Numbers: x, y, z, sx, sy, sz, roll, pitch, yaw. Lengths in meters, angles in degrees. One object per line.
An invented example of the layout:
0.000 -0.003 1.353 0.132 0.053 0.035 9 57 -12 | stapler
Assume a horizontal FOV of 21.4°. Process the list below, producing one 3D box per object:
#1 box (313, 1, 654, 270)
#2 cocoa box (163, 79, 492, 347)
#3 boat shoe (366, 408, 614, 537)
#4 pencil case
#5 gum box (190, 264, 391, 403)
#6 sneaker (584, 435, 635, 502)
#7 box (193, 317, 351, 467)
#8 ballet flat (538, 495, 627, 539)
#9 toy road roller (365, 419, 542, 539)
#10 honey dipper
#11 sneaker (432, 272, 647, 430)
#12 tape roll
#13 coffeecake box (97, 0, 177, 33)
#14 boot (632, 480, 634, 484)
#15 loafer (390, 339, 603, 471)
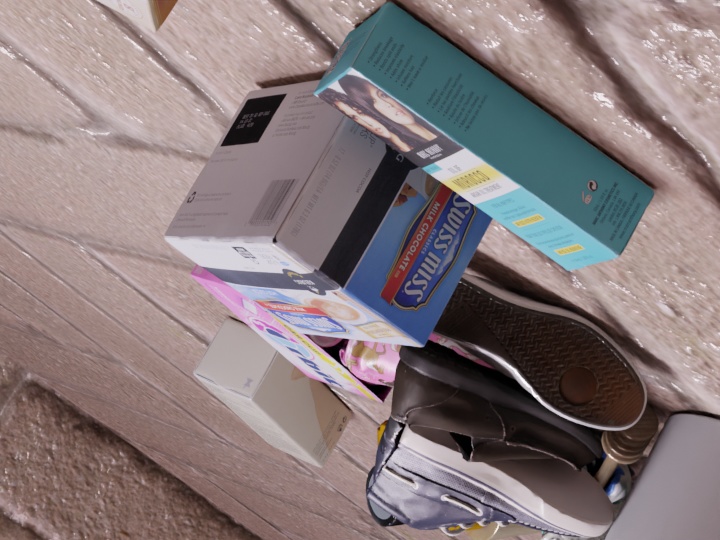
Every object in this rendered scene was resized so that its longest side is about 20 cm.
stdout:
0.074 -0.077 1.150 0.199 0.049 0.082 34 166 -11 | box
-0.019 -0.040 1.296 0.131 0.134 0.199 36 166 -23 | cocoa box
0.100 0.179 1.542 0.199 0.075 0.093 28 124 -2 | boat shoe
0.084 0.086 1.600 0.199 0.087 0.083 28 150 10 | pencil case
-0.055 0.035 1.764 0.113 0.066 0.200 16 159 49 | gum box
0.162 0.161 1.757 0.199 0.081 0.147 36 154 8 | sneaker
-0.099 0.143 2.202 0.094 0.078 0.200 22 163 32 | box
0.226 0.230 1.643 0.071 0.073 0.199 19 -161 38 | ballet flat
0.092 0.151 1.674 0.122 0.148 0.199 -4 -178 -33 | toy road roller
0.209 0.172 1.628 0.038 0.038 0.201 29 148 8 | honey dipper
0.132 0.052 1.470 0.199 0.073 0.085 32 -175 3 | sneaker
0.303 0.224 1.522 0.201 0.140 0.203 29 165 8 | tape roll
-0.191 -0.239 1.096 0.199 0.073 0.154 28 165 8 | coffeecake box
0.320 0.284 1.790 0.199 0.091 0.073 28 166 14 | boot
0.101 0.116 1.490 0.199 0.072 0.073 26 -171 -25 | loafer
